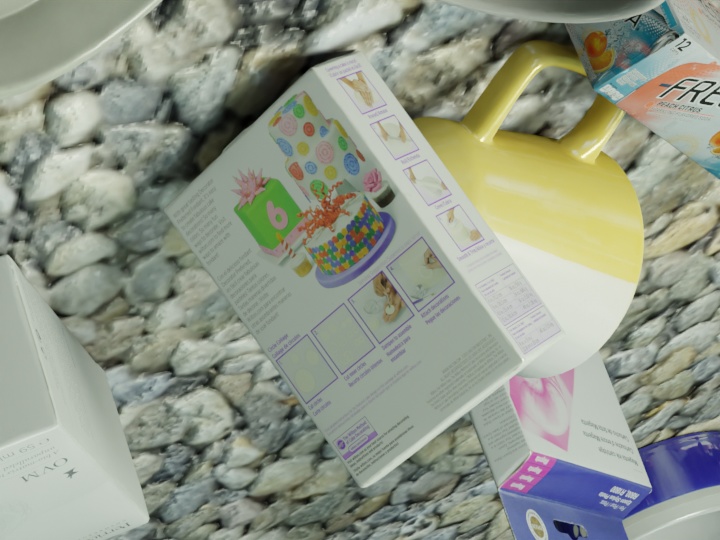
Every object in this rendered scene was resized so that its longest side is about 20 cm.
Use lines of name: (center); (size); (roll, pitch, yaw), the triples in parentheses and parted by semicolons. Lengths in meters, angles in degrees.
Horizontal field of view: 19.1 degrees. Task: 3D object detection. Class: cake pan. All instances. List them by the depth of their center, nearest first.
cake pan: (-0.113, -0.156, 0.917); (0.200, 0.037, 0.200); (-43, 170, -10)

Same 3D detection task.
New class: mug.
mug: (0.070, -0.041, 1.298); (0.153, 0.188, 0.149); (17, 169, -41)

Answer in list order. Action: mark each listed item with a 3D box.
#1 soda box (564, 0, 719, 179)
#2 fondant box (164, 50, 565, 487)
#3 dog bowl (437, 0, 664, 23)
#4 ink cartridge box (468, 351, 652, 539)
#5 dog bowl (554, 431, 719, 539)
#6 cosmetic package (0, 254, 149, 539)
soda box: (0.194, -0.119, 1.271); (0.063, 0.069, 0.200); (-32, 152, 22)
fondant box: (0.000, 0.000, 1.204); (0.144, 0.200, 0.058); (-40, 174, 35)
dog bowl: (0.063, -0.171, 0.975); (0.199, 0.059, 0.200); (12, 169, 2)
ink cartridge box: (0.140, 0.111, 1.534); (0.043, 0.201, 0.196); (-32, 153, 23)
dog bowl: (0.286, 0.233, 2.028); (0.199, 0.079, 0.200); (-17, 155, -8)
cosmetic package: (-0.262, 0.114, 1.327); (0.198, 0.123, 0.200); (-22, 156, 2)
